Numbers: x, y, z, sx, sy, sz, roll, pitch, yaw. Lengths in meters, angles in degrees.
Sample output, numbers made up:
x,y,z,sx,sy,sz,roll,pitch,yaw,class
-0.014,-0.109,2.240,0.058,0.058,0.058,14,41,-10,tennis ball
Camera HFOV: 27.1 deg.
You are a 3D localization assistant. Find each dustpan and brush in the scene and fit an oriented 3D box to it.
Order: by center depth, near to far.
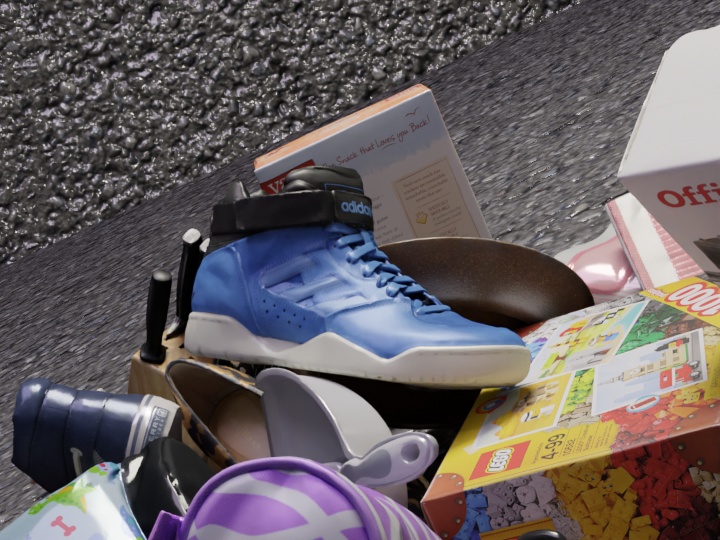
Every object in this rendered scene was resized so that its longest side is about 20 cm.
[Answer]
x,y,z,sx,sy,sz,roll,pitch,yaw,class
-0.008,0.101,0.706,0.057,0.141,0.199,-1,-16,-37,dustpan and brush

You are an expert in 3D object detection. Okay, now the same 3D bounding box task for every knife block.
x,y,z,sx,sy,sz,roll,pitch,yaw,class
-0.119,0.075,0.987,0.199,0.177,0.064,-21,10,40,knife block

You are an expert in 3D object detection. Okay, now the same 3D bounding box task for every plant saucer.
x,y,z,sx,sy,sz,roll,pitch,yaw,class
0.045,0.048,0.902,0.198,0.200,0.032,-19,53,23,plant saucer

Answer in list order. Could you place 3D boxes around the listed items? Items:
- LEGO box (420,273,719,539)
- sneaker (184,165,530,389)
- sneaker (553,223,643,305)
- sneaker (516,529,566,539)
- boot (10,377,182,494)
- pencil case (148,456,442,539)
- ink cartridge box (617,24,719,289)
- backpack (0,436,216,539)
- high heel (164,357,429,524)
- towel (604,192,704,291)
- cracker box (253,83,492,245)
x,y,z,sx,sy,sz,roll,pitch,yaw,class
0.133,0.082,0.747,0.148,0.078,0.200,-18,14,24,LEGO box
-0.001,0.000,0.785,0.198,0.113,0.076,5,-5,32,sneaker
0.207,-0.002,0.983,0.104,0.076,0.200,3,20,35,sneaker
0.041,0.171,0.527,0.069,0.091,0.200,-15,15,34,sneaker
-0.157,0.121,0.903,0.201,0.089,0.073,103,-178,-58,boot
-0.005,0.128,0.574,0.085,0.200,0.085,18,74,21,pencil case
0.234,-0.022,0.673,0.146,0.200,0.083,-8,47,52,ink cartridge box
-0.134,0.187,0.679,0.200,0.154,0.164,-41,53,5,backpack
-0.041,0.103,0.824,0.072,0.142,0.200,-54,14,-10,high heel
0.259,-0.021,0.880,0.198,0.023,0.145,-19,47,3,towel
0.024,-0.011,1.045,0.133,0.202,0.058,-23,13,1,cracker box
